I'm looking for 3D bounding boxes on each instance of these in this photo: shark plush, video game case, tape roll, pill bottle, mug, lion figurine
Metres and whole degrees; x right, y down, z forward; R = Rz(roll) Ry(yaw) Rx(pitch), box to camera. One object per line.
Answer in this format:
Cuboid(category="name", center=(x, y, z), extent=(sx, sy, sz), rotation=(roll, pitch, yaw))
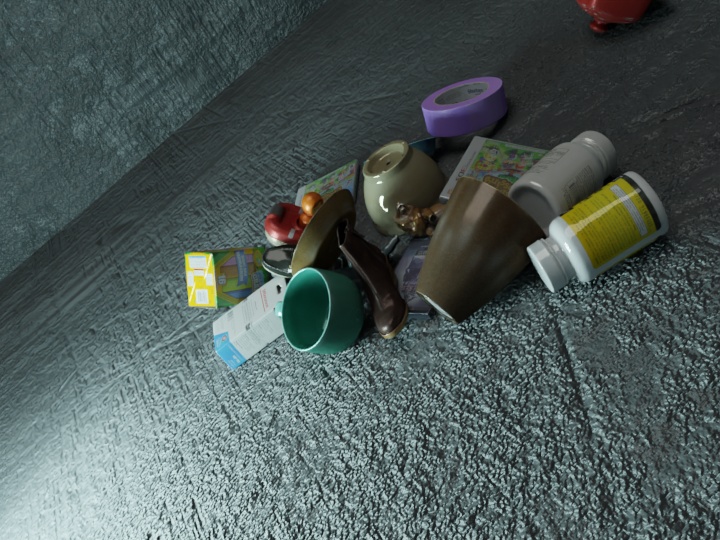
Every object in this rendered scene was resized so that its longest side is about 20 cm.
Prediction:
Cuboid(category="shark plush", center=(0.000, 0.000, 1.350), extent=(0.196, 0.084, 0.092), rotation=(-30, 32, 13))
Cuboid(category="video game case", center=(0.276, -0.177, 1.278), extent=(0.195, 0.022, 0.184), rotation=(17, 58, 27))
Cuboid(category="video game case", center=(0.119, 0.008, 1.286), extent=(0.140, 0.019, 0.202), rotation=(-2, 46, 43))
Cuboid(category="tape roll", center=(0.245, -0.387, 1.565), extent=(0.194, 0.067, 0.202), rotation=(-16, 27, 8))
Cuboid(category="pill bottle", center=(0.355, -0.154, 1.152), extent=(0.199, 0.117, 0.113), rotation=(-39, 30, -26))
Cuboid(category="mug", center=(-0.072, 0.071, 1.270), extent=(0.185, 0.112, 0.155), rotation=(45, 115, 43))
Cuboid(category="pill bottle", center=(0.364, -0.054, 1.033), extent=(0.197, 0.112, 0.112), rotation=(-33, 32, 7))
Cuboid(category="lion figurine", center=(0.168, -0.120, 1.354), extent=(0.194, 0.075, 0.123), rotation=(-16, 20, -8))
Cuboid(category="video game case", center=(-0.093, -0.198, 1.747), extent=(0.195, 0.022, 0.185), rotation=(-23, 35, 22))

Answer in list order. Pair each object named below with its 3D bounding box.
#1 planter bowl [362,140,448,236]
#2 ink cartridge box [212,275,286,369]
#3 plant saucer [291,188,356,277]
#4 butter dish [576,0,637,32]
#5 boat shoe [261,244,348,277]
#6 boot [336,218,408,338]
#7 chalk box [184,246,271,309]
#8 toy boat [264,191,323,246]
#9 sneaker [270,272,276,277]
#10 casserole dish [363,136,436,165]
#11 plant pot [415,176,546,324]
Cuboid(category="planter bowl", center=(0.083, -0.197, 1.467), extent=(0.196, 0.136, 0.203), rotation=(-26, 33, 18))
Cuboid(category="ink cartridge box", center=(-0.224, 0.109, 1.450), extent=(0.197, 0.067, 0.117), rotation=(-35, 31, 4))
Cuboid(category="plant saucer", center=(-0.062, -0.062, 1.301), extent=(0.035, 0.202, 0.202), rotation=(32, 67, 14))
Cuboid(category="butter dish", center=(0.573, -0.626, 1.524), extent=(0.192, 0.151, 0.202), rotation=(7, 34, -7))
Cuboid(category="boat shoe", center=(-0.123, -0.021, 1.429), extent=(0.194, 0.063, 0.076), rotation=(8, 79, 9))
Cuboid(category="boot", center=(0.012, 0.014, 1.204), extent=(0.071, 0.166, 0.202), rotation=(-34, 30, 19))
Cuboid(category="chalk box", center=(-0.293, 0.010, 1.551), extent=(0.122, 0.128, 0.197), rotation=(0, 7, 43))
Cuboid(category="toy boat", center=(-0.115, -0.116, 1.503), extent=(0.132, 0.194, 0.133), rotation=(-76, 4, -54))
Cuboid(category="sneaker", center=(-0.147, -0.053, 1.584), extent=(0.078, 0.078, 0.203), rotation=(5, 42, 16))
Cuboid(category="casserole dish", center=(0.098, -0.271, 1.596), extent=(0.195, 0.040, 0.120), rotation=(-15, 4, 30))
Cuboid(category="plant pot", center=(0.186, -0.018, 1.127), extent=(0.202, 0.186, 0.186), rotation=(-54, 34, -4))
